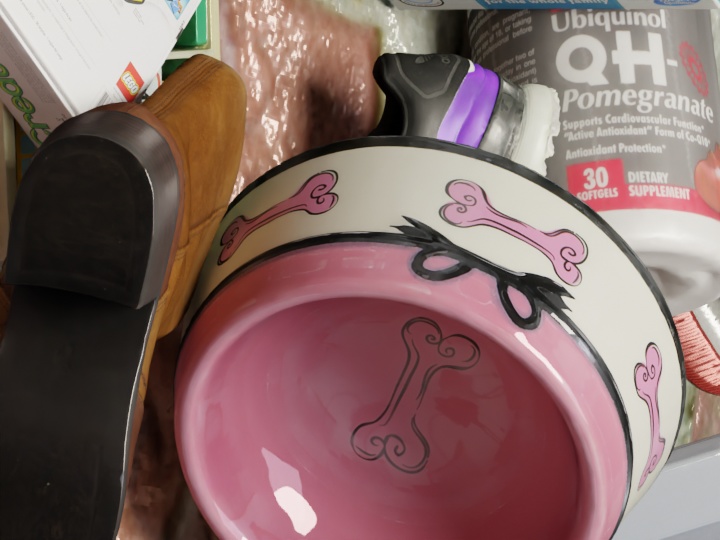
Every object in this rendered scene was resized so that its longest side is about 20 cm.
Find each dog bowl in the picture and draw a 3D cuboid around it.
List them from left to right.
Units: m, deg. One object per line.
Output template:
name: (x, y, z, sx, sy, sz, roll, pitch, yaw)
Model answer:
dog bowl: (0.018, 0.054, 0.948, 0.074, 0.199, 0.201, -64, 142, -53)

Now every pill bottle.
pill bottle: (0.105, -0.084, 1.127, 0.111, 0.110, 0.201, 26, 54, -54)

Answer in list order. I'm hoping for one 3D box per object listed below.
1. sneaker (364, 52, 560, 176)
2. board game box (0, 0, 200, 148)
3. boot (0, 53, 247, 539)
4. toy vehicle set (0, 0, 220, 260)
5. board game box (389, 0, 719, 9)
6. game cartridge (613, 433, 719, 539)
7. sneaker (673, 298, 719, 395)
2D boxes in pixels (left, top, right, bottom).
sneaker: (0.000, 0.000, 1.050, 0.099, 0.070, 0.201, 21, 96, -16)
board game box: (-0.114, -0.150, 0.841, 0.127, 0.034, 0.200, -62, 139, -30)
boot: (-0.092, 0.026, 0.845, 0.200, 0.068, 0.190, -62, 161, -79)
toy vehicle set: (-0.100, -0.110, 0.921, 0.124, 0.026, 0.202, -13, 104, -54)
board game box: (0.047, -0.162, 0.997, 0.200, 0.150, 0.047, 37, 59, -59)
game cartridge: (0.138, 0.183, 1.158, 0.132, 0.040, 0.201, -16, 104, -12)
sneaker: (0.131, -0.029, 1.248, 0.078, 0.116, 0.201, -22, 90, -9)
